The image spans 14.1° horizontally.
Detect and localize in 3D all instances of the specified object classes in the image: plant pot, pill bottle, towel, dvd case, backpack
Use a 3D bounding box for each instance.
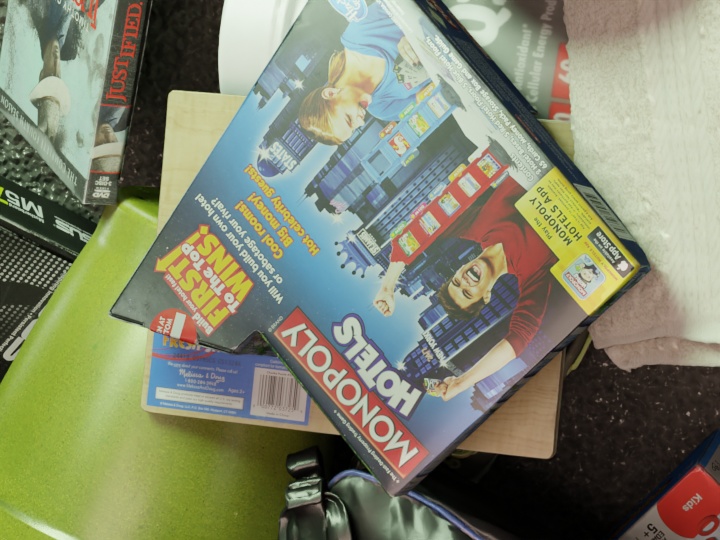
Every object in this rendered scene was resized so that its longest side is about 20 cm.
[{"bbox_3d":[-0.092,0.067,1.443,0.199,0.200,0.194,21,100,11],"label":"plant pot"},{"bbox_3d":[0.040,-0.100,1.378,0.199,0.114,0.115,9,108,15],"label":"pill bottle"},{"bbox_3d":[0.140,-0.057,1.245,0.132,0.034,0.201,-2,95,51],"label":"towel"},{"bbox_3d":[-0.135,-0.151,1.420,0.022,0.146,0.201,0,113,-26],"label":"dvd case"},{"bbox_3d":[0.040,0.200,1.390,0.199,0.154,0.191,29,101,24],"label":"backpack"}]

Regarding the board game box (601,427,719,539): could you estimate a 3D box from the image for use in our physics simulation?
[{"bbox_3d":[0.179,0.218,1.459,0.196,0.056,0.200,44,114,2],"label":"board game box"}]

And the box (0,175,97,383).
[{"bbox_3d":[-0.259,0.019,1.496,0.193,0.048,0.200,30,117,-30],"label":"box"}]

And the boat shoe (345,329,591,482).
[{"bbox_3d":[0.053,0.060,1.451,0.072,0.060,0.202,42,114,3],"label":"boat shoe"}]

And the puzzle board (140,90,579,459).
[{"bbox_3d":[0.000,0.000,1.334,0.199,0.017,0.152,6,91,17],"label":"puzzle board"}]

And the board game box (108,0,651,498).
[{"bbox_3d":[-0.003,-0.007,1.289,0.200,0.062,0.200,-43,73,14],"label":"board game box"}]
